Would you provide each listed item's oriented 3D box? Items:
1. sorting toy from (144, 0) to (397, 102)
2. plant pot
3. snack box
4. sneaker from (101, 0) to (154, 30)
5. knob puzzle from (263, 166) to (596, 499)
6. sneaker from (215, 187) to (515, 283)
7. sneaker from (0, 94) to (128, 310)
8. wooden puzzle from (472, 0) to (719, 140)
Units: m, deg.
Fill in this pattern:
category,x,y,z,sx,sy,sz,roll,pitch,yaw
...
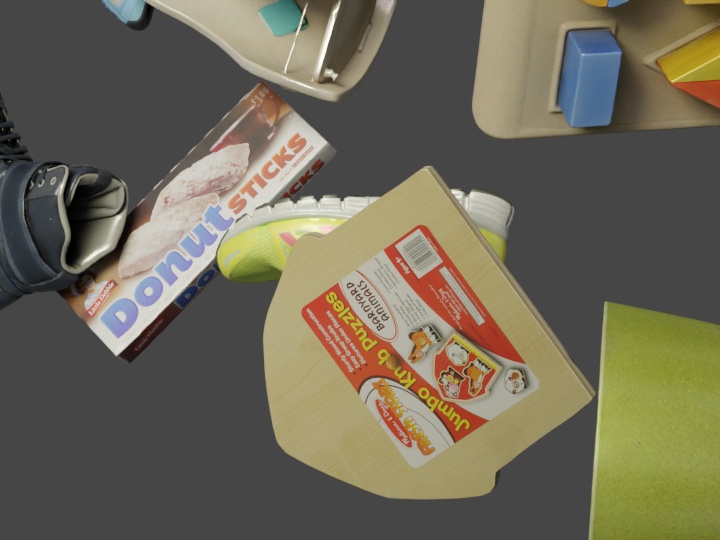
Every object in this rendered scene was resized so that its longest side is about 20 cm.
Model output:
category,x,y,z,sx,sy,sz,roll,pitch,yaw
sorting toy,-0.061,-0.225,1.768,0.180,0.107,0.200,17,89,11
plant pot,0.235,0.118,1.554,0.200,0.187,0.187,4,72,5
snack box,-0.110,-0.033,1.791,0.200,0.024,0.072,-45,64,0
sneaker,-0.097,-0.235,1.844,0.200,0.078,0.090,-32,86,6
knob puzzle,0.025,0.056,1.676,0.219,0.030,0.220,7,109,20
sneaker,0.000,0.000,1.716,0.200,0.078,0.090,-5,77,19
sneaker,-0.226,-0.078,1.796,0.146,0.077,0.203,-18,74,37
wooden puzzle,0.176,-0.155,1.620,0.200,0.185,0.046,-1,37,-10
